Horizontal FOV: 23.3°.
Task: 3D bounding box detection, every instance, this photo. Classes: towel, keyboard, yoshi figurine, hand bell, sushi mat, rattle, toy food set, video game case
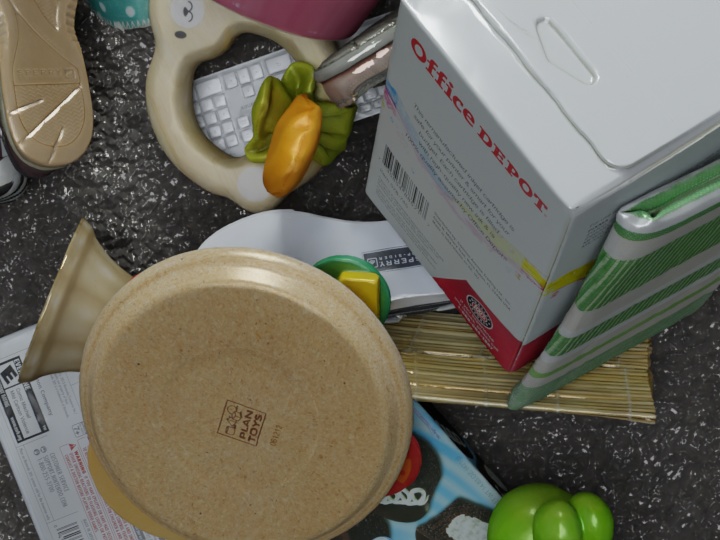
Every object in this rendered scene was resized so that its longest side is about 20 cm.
[{"bbox_3d":[0.163,-0.004,0.936,0.152,0.200,0.023,-27,71,-25],"label":"towel"},{"bbox_3d":[-0.021,-0.116,1.076,0.198,0.011,0.057,-18,93,8],"label":"keyboard"},{"bbox_3d":[0.113,0.207,1.019,0.111,0.112,0.202,14,118,29],"label":"yoshi figurine"},{"bbox_3d":[-0.095,0.055,1.054,0.199,0.104,0.105,23,98,-7],"label":"hand bell"},{"bbox_3d":[0.076,0.054,1.041,0.198,0.096,0.012,4,123,7],"label":"sushi mat"},{"bbox_3d":[-0.102,-0.124,1.019,0.130,0.143,0.200,-37,93,30],"label":"rattle"},{"bbox_3d":[-0.062,0.077,0.992,0.196,0.049,0.202,4,114,6],"label":"toy food set"},{"bbox_3d":[-0.131,0.112,1.107,0.181,0.022,0.201,-22,92,9],"label":"video game case"}]

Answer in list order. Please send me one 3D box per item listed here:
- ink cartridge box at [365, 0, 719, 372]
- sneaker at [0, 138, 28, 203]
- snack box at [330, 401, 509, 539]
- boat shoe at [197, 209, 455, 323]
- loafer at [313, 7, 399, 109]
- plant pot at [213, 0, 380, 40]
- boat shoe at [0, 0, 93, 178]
[{"bbox_3d":[0.106,-0.072,0.933,0.144,0.200,0.146,-31,72,-18],"label":"ink cartridge box"},{"bbox_3d":[-0.309,-0.095,1.090,0.198,0.076,0.117,-3,90,-3],"label":"sneaker"},{"bbox_3d":[0.051,0.179,1.065,0.116,0.037,0.200,-40,101,9],"label":"snack box"},{"bbox_3d":[0.000,0.000,1.054,0.198,0.068,0.072,-9,74,0],"label":"boat shoe"},{"bbox_3d":[0.066,-0.140,1.002,0.199,0.072,0.063,-35,102,-22],"label":"loafer"},{"bbox_3d":[-0.024,-0.238,0.983,0.199,0.200,0.180,28,113,4],"label":"plant pot"},{"bbox_3d":[-0.205,-0.153,1.062,0.071,0.065,0.202,-2,77,-33],"label":"boat shoe"}]
